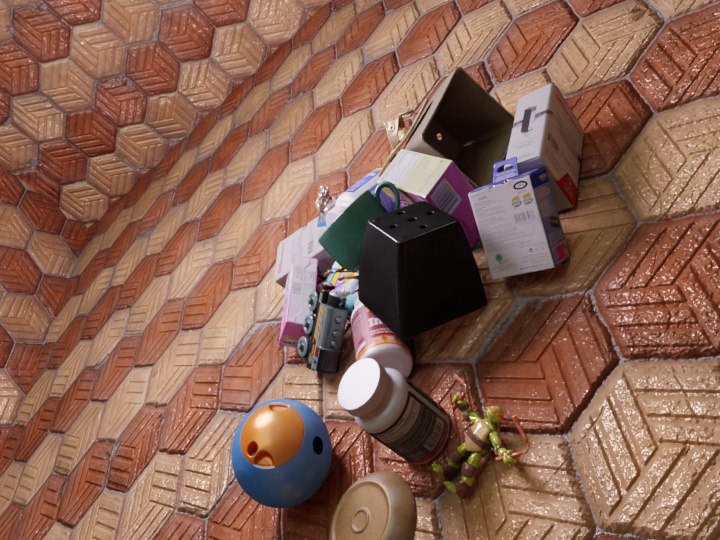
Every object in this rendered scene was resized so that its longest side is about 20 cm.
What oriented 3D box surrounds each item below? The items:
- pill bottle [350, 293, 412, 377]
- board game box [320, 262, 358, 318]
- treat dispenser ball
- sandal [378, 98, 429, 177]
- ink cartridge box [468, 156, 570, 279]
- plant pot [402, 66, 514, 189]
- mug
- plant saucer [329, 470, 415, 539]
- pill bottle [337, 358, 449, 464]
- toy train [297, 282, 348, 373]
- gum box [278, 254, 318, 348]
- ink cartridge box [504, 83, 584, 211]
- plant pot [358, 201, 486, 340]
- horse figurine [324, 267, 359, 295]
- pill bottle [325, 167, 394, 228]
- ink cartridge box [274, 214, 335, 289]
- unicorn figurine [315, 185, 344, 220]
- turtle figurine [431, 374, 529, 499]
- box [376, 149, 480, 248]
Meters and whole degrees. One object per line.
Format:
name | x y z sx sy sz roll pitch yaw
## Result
pill bottle | 0.038 0.130 1.371 0.112 0.113 0.202 -36 36 19
board game box | -0.012 0.036 1.585 0.198 0.047 0.153 3 60 52
treat dispenser ball | -0.154 0.355 1.305 0.199 0.200 0.204 -31 37 27
sandal | 0.076 -0.312 1.532 0.214 0.069 0.078 -60 2 31
ink cartridge box | 0.284 -0.099 1.219 0.134 0.205 0.076 -12 9 42
plant pot | 0.206 -0.296 1.524 0.203 0.198 0.176 -61 20 -18
mug | 0.009 -0.082 1.396 0.185 0.115 0.152 -43 1 41
plant saucer | 0.009 0.444 1.171 0.198 0.035 0.203 -32 37 27
pill bottle | 0.058 0.242 1.157 0.114 0.200 0.118 -30 37 26
toy train | -0.077 0.133 1.495 0.113 0.084 0.206 22 101 56
gum box | -0.151 0.071 1.637 0.114 0.064 0.204 116 161 -53
ink cartridge box | 0.362 -0.235 1.303 0.082 0.144 0.203 -14 45 42
plant pot | 0.107 -0.017 1.293 0.196 0.182 0.199 -21 29 -19
horse figurine | 0.000 0.000 1.491 0.130 0.051 0.200 -20 23 -17
pill bottle | 0.008 -0.156 1.629 0.111 0.114 0.199 0 33 49
ink cartridge box | -0.129 -0.047 1.774 0.198 0.084 0.148 -31 38 29
unicorn figurine | -0.037 -0.126 1.715 0.075 0.196 0.139 -59 7 40
turtle figurine | 0.185 0.276 1.095 0.163 0.064 0.200 -55 41 7
box | 0.160 -0.156 1.444 0.097 0.176 0.199 -50 33 -6
